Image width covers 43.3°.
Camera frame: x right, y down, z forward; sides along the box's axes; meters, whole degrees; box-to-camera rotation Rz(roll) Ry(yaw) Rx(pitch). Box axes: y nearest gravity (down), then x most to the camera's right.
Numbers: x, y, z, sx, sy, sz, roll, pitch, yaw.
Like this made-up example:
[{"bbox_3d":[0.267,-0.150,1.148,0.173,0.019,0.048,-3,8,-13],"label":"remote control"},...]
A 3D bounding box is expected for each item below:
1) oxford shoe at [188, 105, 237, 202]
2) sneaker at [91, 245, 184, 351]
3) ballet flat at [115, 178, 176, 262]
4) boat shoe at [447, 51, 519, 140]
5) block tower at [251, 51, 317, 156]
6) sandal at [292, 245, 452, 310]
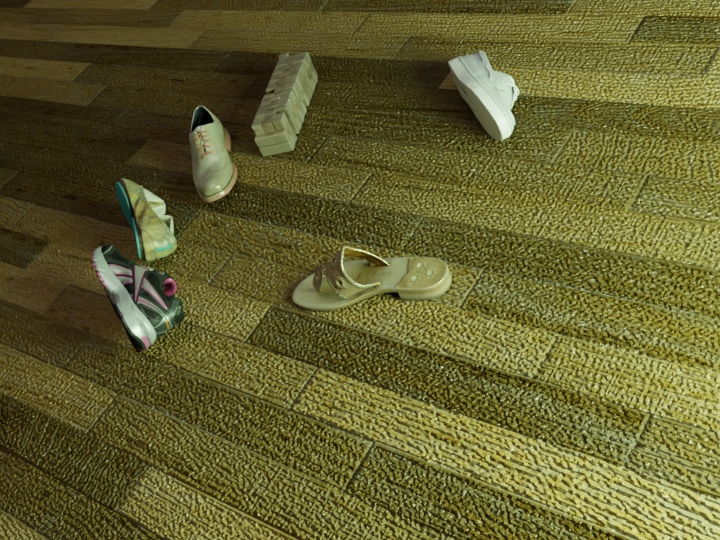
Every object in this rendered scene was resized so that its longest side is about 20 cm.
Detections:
[{"bbox_3d":[-0.239,-0.180,1.397,0.071,0.074,0.200,-24,41,5],"label":"oxford shoe"},{"bbox_3d":[-0.293,0.029,1.218,0.086,0.080,0.200,-26,47,-17],"label":"sneaker"},{"bbox_3d":[-0.317,-0.079,1.353,0.071,0.071,0.200,-31,40,-4],"label":"ballet flat"},{"bbox_3d":[0.181,-0.247,1.250,0.068,0.072,0.200,-25,32,4],"label":"boat shoe"},{"bbox_3d":[-0.117,-0.270,1.439,0.058,0.054,0.200,-8,45,21],"label":"block tower"},{"bbox_3d":[0.001,-0.004,1.091,0.211,0.070,0.078,-4,46,25],"label":"sandal"}]
